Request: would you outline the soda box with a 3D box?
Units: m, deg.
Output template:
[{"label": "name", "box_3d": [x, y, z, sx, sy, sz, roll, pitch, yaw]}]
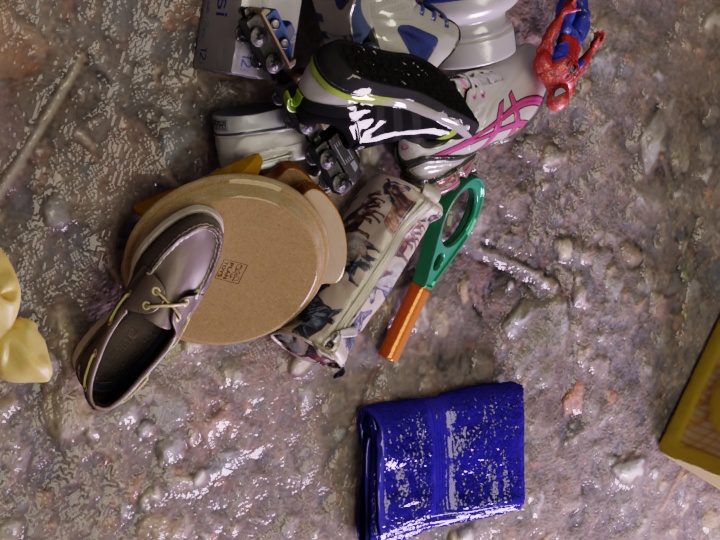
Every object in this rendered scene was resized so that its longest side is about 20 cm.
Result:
[{"label": "soda box", "box_3d": [-0.089, -0.269, 1.514, 0.063, 0.068, 0.200, 5, 97, -36]}]

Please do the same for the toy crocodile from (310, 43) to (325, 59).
[{"label": "toy crocodile", "box_3d": [-0.011, -0.278, 1.568, 0.062, 0.067, 0.200, 0, 101, -36]}]

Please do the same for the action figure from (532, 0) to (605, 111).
[{"label": "action figure", "box_3d": [0.207, -0.237, 1.697, 0.065, 0.052, 0.200, 43, 51, -39]}]

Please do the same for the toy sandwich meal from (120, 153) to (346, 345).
[{"label": "toy sandwich meal", "box_3d": [-0.115, -0.022, 1.541, 0.205, 0.070, 0.205, -7, 127, -10]}]

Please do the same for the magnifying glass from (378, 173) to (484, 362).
[{"label": "magnifying glass", "box_3d": [0.070, -0.003, 1.703, 0.200, 0.022, 0.080, -63, 156, 2]}]

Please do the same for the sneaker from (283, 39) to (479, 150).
[{"label": "sneaker", "box_3d": [0.014, -0.140, 1.471, 0.200, 0.072, 0.083, 14, 128, -43]}]

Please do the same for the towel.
[{"label": "towel", "box_3d": [0.087, 0.196, 1.756, 0.200, 0.050, 0.148, -8, 106, -34]}]

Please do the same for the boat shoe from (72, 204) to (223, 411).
[{"label": "boat shoe", "box_3d": [-0.177, 0.034, 1.477, 0.072, 0.060, 0.200, 29, 109, -29]}]

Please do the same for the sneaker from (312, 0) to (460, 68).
[{"label": "sneaker", "box_3d": [0.024, -0.229, 1.523, 0.115, 0.081, 0.200, -23, 120, -33]}]

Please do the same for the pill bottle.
[{"label": "pill bottle", "box_3d": [0.089, -0.294, 1.609, 0.112, 0.112, 0.200, -23, 113, -30]}]

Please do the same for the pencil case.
[{"label": "pencil case", "box_3d": [0.000, 0.000, 1.626, 0.078, 0.089, 0.200, 41, 75, -35]}]

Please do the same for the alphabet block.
[{"label": "alphabet block", "box_3d": [0.497, 0.182, 1.956, 0.200, 0.196, 0.196, 33, 80, -36]}]

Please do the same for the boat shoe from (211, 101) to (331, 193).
[{"label": "boat shoe", "box_3d": [-0.038, -0.114, 1.582, 0.202, 0.075, 0.086, -12, 107, -30]}]

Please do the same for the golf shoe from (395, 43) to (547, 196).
[{"label": "golf shoe", "box_3d": [0.114, -0.158, 1.664, 0.200, 0.073, 0.092, -45, 150, -21]}]

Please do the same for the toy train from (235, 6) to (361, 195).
[{"label": "toy train", "box_3d": [-0.050, -0.152, 1.507, 0.046, 0.034, 0.200, -42, 123, -20]}]

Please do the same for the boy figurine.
[{"label": "boy figurine", "box_3d": [-0.328, 0.027, 1.413, 0.200, 0.064, 0.124, 36, 79, -36]}]
